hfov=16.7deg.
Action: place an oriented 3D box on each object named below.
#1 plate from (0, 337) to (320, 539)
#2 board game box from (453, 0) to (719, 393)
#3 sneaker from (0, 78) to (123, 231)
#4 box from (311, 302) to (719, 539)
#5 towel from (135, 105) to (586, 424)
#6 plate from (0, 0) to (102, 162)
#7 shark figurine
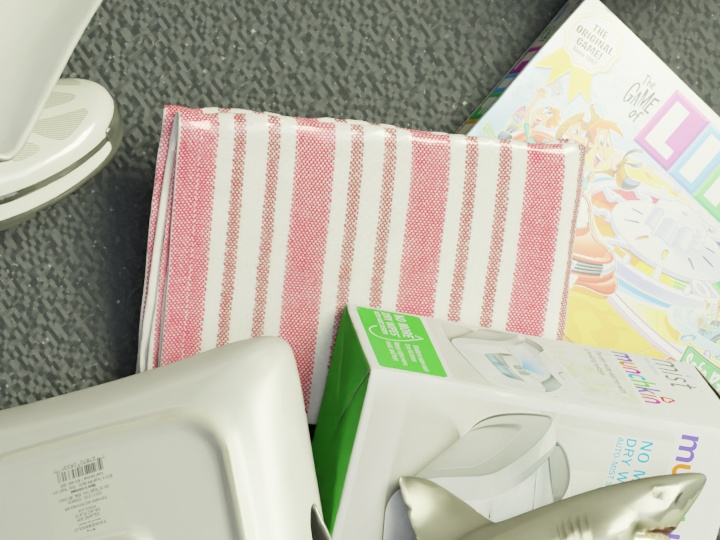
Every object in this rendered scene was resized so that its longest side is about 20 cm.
[{"bbox_3d":[-0.108,0.145,1.068,0.198,0.032,0.201,-16,75,18],"label":"plate"},{"bbox_3d":[0.134,-0.016,1.179,0.200,0.034,0.135,42,84,-10],"label":"board game box"},{"bbox_3d":[-0.205,-0.075,1.066,0.199,0.076,0.116,-12,130,-9],"label":"sneaker"},{"bbox_3d":[0.059,0.134,1.119,0.175,0.097,0.201,11,106,-11],"label":"box"},{"bbox_3d":[0.000,0.000,1.129,0.198,0.030,0.147,4,111,-8],"label":"towel"},{"bbox_3d":[-0.208,-0.147,1.055,0.199,0.201,0.032,33,128,-11],"label":"plate"},{"bbox_3d":[0.034,0.121,1.009,0.214,0.128,0.090,-12,64,-49],"label":"shark figurine"}]
